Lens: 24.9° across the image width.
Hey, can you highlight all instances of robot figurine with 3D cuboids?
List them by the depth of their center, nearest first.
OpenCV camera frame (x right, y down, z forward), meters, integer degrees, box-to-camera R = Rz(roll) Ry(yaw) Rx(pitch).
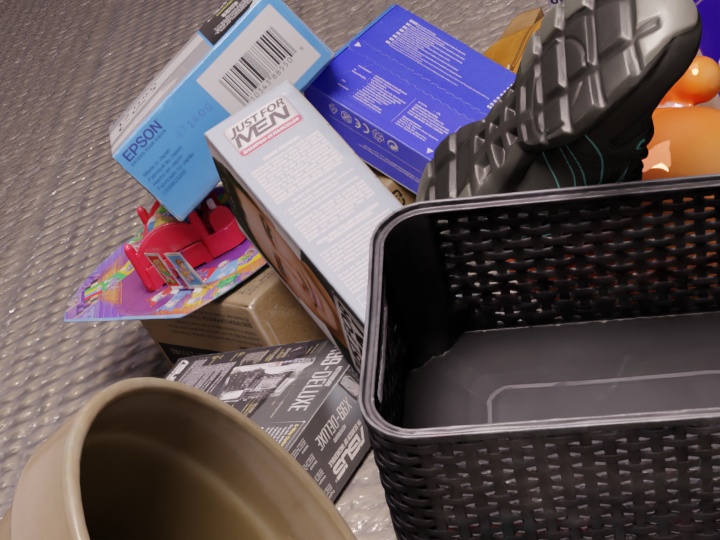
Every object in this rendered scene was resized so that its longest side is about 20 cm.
[{"bbox_3d":[0.148,-0.027,0.860,0.144,0.117,0.200,-42,19,-18],"label":"robot figurine"}]

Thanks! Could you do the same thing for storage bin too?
[{"bbox_3d":[0.107,0.042,0.704,0.199,0.094,0.136,-6,46,10],"label":"storage bin"}]

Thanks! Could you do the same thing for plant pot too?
[{"bbox_3d":[-0.104,0.174,0.682,0.173,0.200,0.200,-38,19,19],"label":"plant pot"}]

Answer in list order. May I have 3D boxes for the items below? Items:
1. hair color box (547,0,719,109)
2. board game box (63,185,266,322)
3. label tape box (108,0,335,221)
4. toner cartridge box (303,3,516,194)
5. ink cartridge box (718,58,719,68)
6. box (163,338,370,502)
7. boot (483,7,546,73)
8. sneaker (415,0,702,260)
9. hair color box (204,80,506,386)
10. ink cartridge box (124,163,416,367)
[{"bbox_3d":[0.179,-0.157,0.993,0.065,0.200,0.109,-43,27,-27],"label":"hair color box"},{"bbox_3d":[-0.119,-0.030,1.083,0.200,0.039,0.158,-3,35,47],"label":"board game box"},{"bbox_3d":[-0.100,-0.121,1.085,0.143,0.066,0.200,-47,18,3],"label":"label tape box"},{"bbox_3d":[0.068,-0.086,1.032,0.200,0.043,0.095,34,59,24],"label":"toner cartridge box"},{"bbox_3d":[0.244,-0.147,0.881,0.076,0.201,0.148,-13,21,33],"label":"ink cartridge box"},{"bbox_3d":[-0.086,0.119,0.917,0.157,0.050,0.200,-10,30,37],"label":"box"},{"bbox_3d":[0.172,-0.160,1.194,0.201,0.071,0.144,-17,31,32],"label":"boot"},{"bbox_3d":[0.101,-0.063,0.750,0.200,0.079,0.076,-44,36,52],"label":"sneaker"},{"bbox_3d":[0.000,0.000,0.881,0.061,0.099,0.200,-33,59,-12],"label":"hair color box"},{"bbox_3d":[-0.035,-0.012,1.098,0.200,0.075,0.164,-42,25,-27],"label":"ink cartridge box"}]
